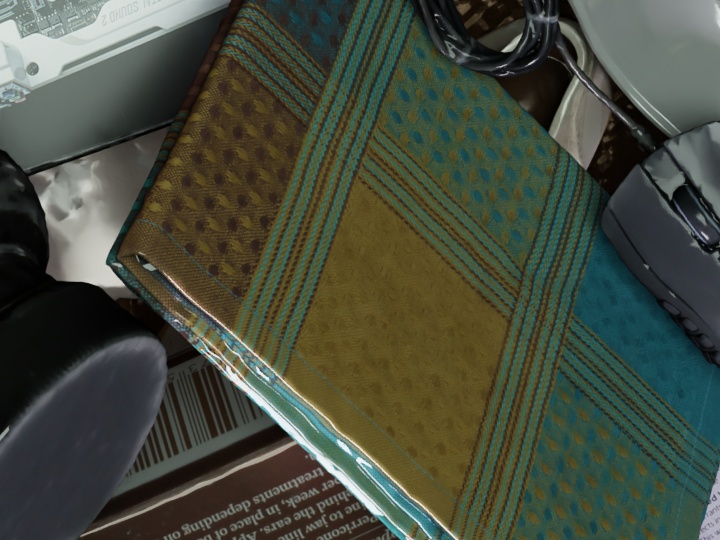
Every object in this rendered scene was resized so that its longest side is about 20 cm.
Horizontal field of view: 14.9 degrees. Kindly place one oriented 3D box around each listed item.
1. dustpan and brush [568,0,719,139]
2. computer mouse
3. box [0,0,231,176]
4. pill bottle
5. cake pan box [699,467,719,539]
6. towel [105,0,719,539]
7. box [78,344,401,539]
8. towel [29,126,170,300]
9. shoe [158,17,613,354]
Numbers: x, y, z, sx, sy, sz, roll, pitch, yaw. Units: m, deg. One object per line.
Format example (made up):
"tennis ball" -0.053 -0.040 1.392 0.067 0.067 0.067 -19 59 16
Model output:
"dustpan and brush" 0.087 -0.089 0.795 0.200 0.057 0.140 19 57 -29
"computer mouse" 0.076 -0.037 0.746 0.059 0.034 0.200 -39 110 14
"box" -0.106 -0.128 0.751 0.157 0.050 0.201 -19 100 -7
"pill bottle" -0.149 -0.006 0.669 0.200 0.112 0.112 36 90 17
"cake pan box" 0.171 0.044 0.860 0.200 0.052 0.184 -34 104 -4
"towel" 0.026 0.011 0.733 0.200 0.022 0.147 44 45 -24
"box" -0.011 0.114 0.789 0.100 0.075 0.200 -23 119 0
"towel" -0.151 -0.083 0.790 0.190 0.032 0.201 -5 98 -9
"shoe" 0.000 0.000 0.813 0.070 0.053 0.200 41 87 -2
